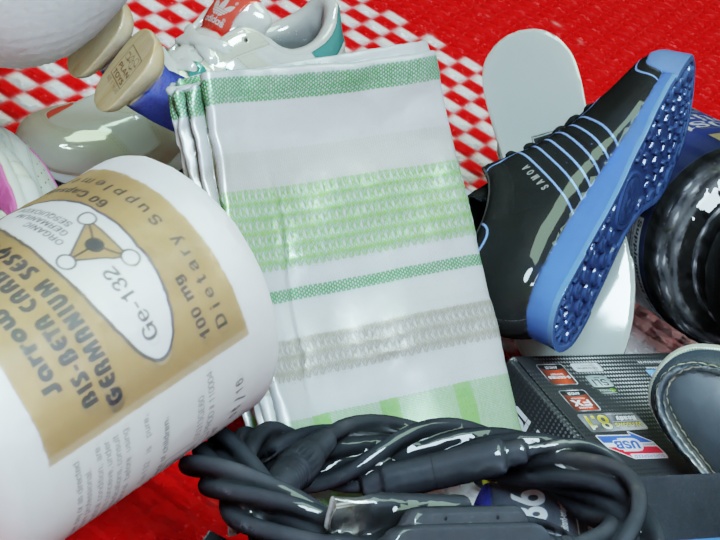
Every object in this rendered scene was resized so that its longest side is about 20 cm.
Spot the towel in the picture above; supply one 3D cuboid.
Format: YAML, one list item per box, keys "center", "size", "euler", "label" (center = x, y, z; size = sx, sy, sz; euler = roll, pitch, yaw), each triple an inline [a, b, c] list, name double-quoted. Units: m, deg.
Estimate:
- center: [0.000, 0.000, 0.990]
  size: [0.148, 0.031, 0.202]
  euler: [-12, 86, -34]
  label: "towel"

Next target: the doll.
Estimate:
- center: [-0.044, -0.057, 1.055]
  size: [0.199, 0.049, 0.137]
  euler: [28, 13, -38]
  label: "doll"

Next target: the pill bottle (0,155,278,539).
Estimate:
- center: [-0.135, 0.048, 0.814]
  size: [0.114, 0.115, 0.199]
  euler: [38, 51, 23]
  label: "pill bottle"

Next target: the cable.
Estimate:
- center: [0.028, 0.096, 0.884]
  size: [0.198, 0.051, 0.163]
  euler: [0, 12, -32]
  label: "cable"

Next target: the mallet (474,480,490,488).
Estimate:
- center: [0.120, 0.134, 0.977]
  size: [0.041, 0.066, 0.200]
  euler: [-12, 45, -38]
  label: "mallet"

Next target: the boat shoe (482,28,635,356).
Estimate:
- center: [0.108, -0.028, 1.184]
  size: [0.070, 0.202, 0.064]
  euler: [-8, -15, 8]
  label: "boat shoe"

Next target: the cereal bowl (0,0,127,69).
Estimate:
- center: [-0.202, -0.157, 0.969]
  size: [0.200, 0.083, 0.200]
  euler: [41, 11, -9]
  label: "cereal bowl"

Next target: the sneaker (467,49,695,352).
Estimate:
- center: [0.104, -0.047, 1.110]
  size: [0.077, 0.071, 0.201]
  euler: [18, 51, 22]
  label: "sneaker"

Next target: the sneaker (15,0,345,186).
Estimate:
- center: [-0.090, -0.101, 1.144]
  size: [0.198, 0.094, 0.070]
  euler: [-12, 34, -34]
  label: "sneaker"

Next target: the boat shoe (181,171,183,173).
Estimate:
- center: [-0.091, 0.024, 0.991]
  size: [0.071, 0.076, 0.200]
  euler: [31, 35, -1]
  label: "boat shoe"

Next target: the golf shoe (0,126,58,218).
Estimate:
- center: [-0.163, -0.028, 0.994]
  size: [0.091, 0.076, 0.200]
  euler: [18, 18, -36]
  label: "golf shoe"

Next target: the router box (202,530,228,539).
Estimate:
- center: [-0.002, 0.195, 0.782]
  size: [0.199, 0.053, 0.157]
  euler: [28, 28, 4]
  label: "router box"

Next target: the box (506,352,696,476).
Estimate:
- center: [0.178, 0.107, 1.096]
  size: [0.199, 0.045, 0.160]
  euler: [1, 36, -39]
  label: "box"

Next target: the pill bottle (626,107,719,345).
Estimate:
- center: [0.191, -0.022, 1.199]
  size: [0.111, 0.113, 0.200]
  euler: [14, 11, -22]
  label: "pill bottle"

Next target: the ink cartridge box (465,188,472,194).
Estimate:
- center: [-0.025, -0.021, 1.141]
  size: [0.199, 0.057, 0.163]
  euler: [26, 27, -10]
  label: "ink cartridge box"

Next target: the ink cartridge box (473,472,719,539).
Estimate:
- center: [0.113, 0.129, 0.922]
  size: [0.198, 0.040, 0.100]
  euler: [-4, 31, 0]
  label: "ink cartridge box"

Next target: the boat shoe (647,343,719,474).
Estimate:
- center: [0.212, 0.107, 1.002]
  size: [0.200, 0.075, 0.062]
  euler: [43, 19, 10]
  label: "boat shoe"
